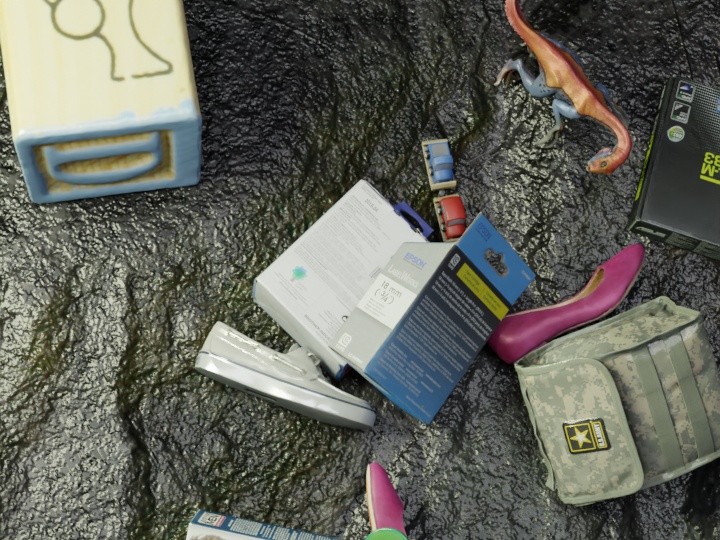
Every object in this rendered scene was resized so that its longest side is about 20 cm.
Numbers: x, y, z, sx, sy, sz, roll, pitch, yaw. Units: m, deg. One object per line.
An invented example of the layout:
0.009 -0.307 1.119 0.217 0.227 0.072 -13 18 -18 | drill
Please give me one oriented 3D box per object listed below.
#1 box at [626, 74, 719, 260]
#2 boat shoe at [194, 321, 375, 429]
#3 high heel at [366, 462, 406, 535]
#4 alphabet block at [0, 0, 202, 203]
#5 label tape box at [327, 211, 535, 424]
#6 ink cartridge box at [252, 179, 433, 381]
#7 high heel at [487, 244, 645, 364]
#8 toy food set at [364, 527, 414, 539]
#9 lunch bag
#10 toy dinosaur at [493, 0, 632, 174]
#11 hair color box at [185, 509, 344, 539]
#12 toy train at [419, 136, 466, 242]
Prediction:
0.426 -0.108 1.657 0.199 0.048 0.194 19 69 -1 | box
-0.073 0.110 1.513 0.199 0.072 0.066 19 75 8 | boat shoe
0.067 0.287 1.468 0.096 0.067 0.201 -15 80 -2 | high heel
-0.276 -0.204 1.517 0.195 0.196 0.201 -7 73 -11 | alphabet block
0.077 0.041 1.492 0.063 0.144 0.200 31 82 41 | label tape box
0.000 0.000 1.550 0.136 0.076 0.200 44 74 6 | ink cartridge box
0.224 0.026 1.571 0.096 0.067 0.200 42 84 -1 | high heel
0.033 0.341 1.325 0.198 0.049 0.200 -30 62 11 | toy food set
0.273 0.141 1.499 0.199 0.118 0.165 -22 104 -8 | lunch bag
0.231 -0.194 1.611 0.105 0.200 0.181 -43 50 -2 | toy dinosaur
-0.078 0.311 1.422 0.199 0.061 0.100 11 95 4 | hair color box
0.100 -0.060 1.598 0.034 0.046 0.201 -9 74 -10 | toy train
